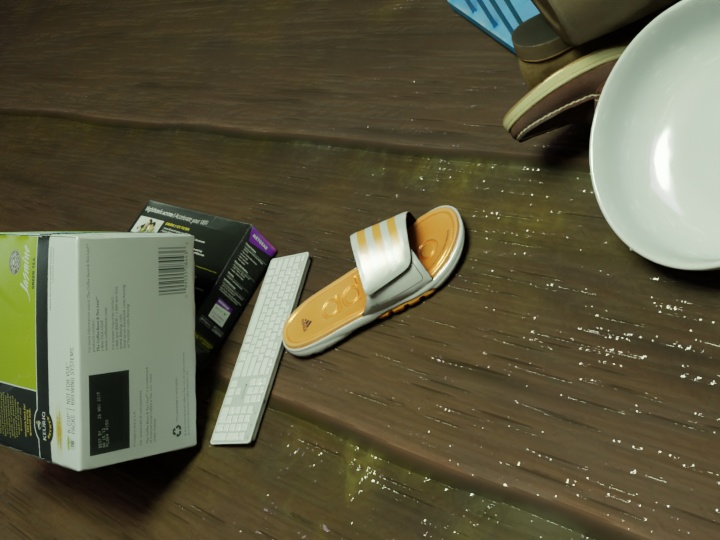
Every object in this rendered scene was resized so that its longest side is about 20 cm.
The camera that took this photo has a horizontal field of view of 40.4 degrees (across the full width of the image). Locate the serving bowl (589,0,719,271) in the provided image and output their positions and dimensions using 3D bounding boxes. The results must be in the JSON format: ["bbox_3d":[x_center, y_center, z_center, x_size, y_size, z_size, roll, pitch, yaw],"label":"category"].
[{"bbox_3d":[0.266,-0.097,0.712,0.198,0.065,0.205,-15,71,47],"label":"serving bowl"}]

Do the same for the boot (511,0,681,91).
[{"bbox_3d":[0.232,-0.209,0.857,0.196,0.076,0.074,-22,36,5],"label":"boot"}]

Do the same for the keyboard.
[{"bbox_3d":[-0.095,0.073,0.945,0.055,0.011,0.203,-6,56,36],"label":"keyboard"}]

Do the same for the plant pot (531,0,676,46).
[{"bbox_3d":[0.205,-0.273,0.764,0.174,0.200,0.202,-37,43,11],"label":"plant pot"}]

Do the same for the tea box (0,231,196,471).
[{"bbox_3d":[-0.263,0.065,0.931,0.194,0.132,0.205,4,95,42],"label":"tea box"}]

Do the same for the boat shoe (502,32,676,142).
[{"bbox_3d":[0.216,-0.144,0.805,0.197,0.072,0.073,-24,83,4],"label":"boat shoe"}]

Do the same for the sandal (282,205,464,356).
[{"bbox_3d":[0.001,0.006,0.879,0.205,0.059,0.080,-35,43,13],"label":"sandal"}]

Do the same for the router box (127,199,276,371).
[{"bbox_3d":[-0.200,0.010,1.046,0.198,0.051,0.151,15,68,44],"label":"router box"}]

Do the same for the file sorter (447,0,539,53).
[{"bbox_3d":[0.155,-0.312,0.943,0.139,0.123,0.201,-42,40,5],"label":"file sorter"}]
